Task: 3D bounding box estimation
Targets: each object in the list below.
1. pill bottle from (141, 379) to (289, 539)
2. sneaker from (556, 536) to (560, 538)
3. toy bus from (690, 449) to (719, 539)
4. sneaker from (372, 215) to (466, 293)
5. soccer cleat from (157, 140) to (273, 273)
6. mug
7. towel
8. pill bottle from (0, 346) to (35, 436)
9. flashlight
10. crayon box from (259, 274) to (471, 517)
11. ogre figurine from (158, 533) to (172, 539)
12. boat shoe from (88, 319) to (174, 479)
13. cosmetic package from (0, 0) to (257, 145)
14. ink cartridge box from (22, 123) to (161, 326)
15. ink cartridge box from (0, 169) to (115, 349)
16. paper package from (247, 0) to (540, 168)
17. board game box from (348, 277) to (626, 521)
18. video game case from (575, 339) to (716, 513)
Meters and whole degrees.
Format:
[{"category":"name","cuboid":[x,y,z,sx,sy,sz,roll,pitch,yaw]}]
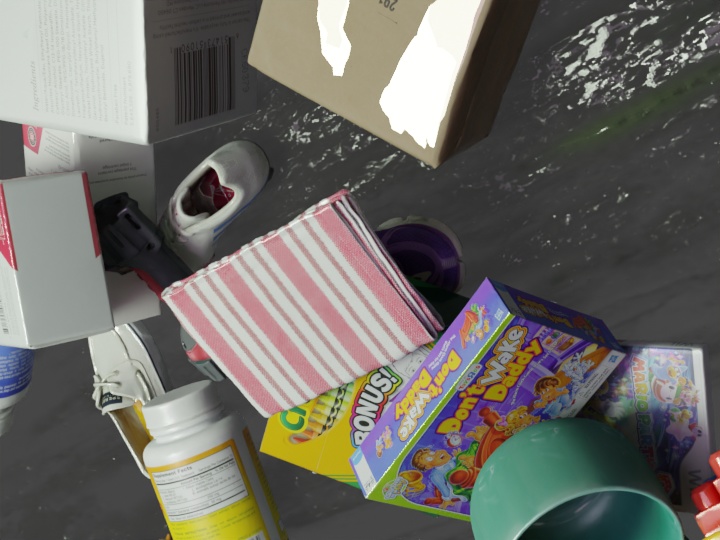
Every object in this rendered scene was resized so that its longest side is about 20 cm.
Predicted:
[{"category":"pill bottle","cuboid":[-0.149,0.216,1.289,0.109,0.109,0.201,-16,97,36]},{"category":"sneaker","cuboid":[0.202,0.251,1.104,0.200,0.074,0.082,45,103,13]},{"category":"toy bus","cuboid":[0.300,0.226,0.947,0.135,0.200,0.193,-33,80,30]},{"category":"sneaker","cuboid":[0.000,0.000,1.135,0.199,0.083,0.081,0,106,33]},{"category":"soccer cleat","cuboid":[-0.162,-0.049,1.224,0.070,0.086,0.200,48,125,10]},{"category":"mug","cuboid":[0.170,0.203,1.024,0.151,0.115,0.185,-31,124,5]},{"category":"towel","cuboid":[-0.048,0.032,1.050,0.199,0.030,0.147,-27,110,29]},{"category":"pill bottle","cuboid":[-0.414,0.084,1.420,0.112,0.112,0.201,27,118,23]},{"category":"flashlight","cuboid":[-0.181,0.019,1.215,0.200,0.068,0.068,48,168,-30]},{"category":"crayon box","cuboid":[0.019,0.100,1.117,0.171,0.058,0.201,19,123,3]},{"category":"ogre figurine","cuboid":[-0.220,0.357,1.394,0.199,0.098,0.121,23,129,38]},{"category":"boat shoe","cuboid":[-0.244,0.125,1.346,0.071,0.070,0.201,-24,92,37]},{"category":"cosmetic package","cuboid":[-0.217,-0.219,1.155,0.199,0.165,0.166,12,112,29]},{"category":"ink cartridge box","cuboid":[-0.264,-0.060,1.261,0.144,0.084,0.202,28,123,52]},{"category":"ink cartridge box","cuboid":[-0.305,-0.009,1.181,0.200,0.083,0.147,-2,99,61]},{"category":"paper package","cuboid":[0.031,-0.212,1.032,0.199,0.103,0.192,31,120,21]},{"category":"board game box","cuboid":[0.101,0.111,1.038,0.201,0.134,0.045,-55,38,23]},{"category":"video game case","cuboid":[0.199,0.127,1.086,0.199,0.018,0.144,1,106,33]}]
